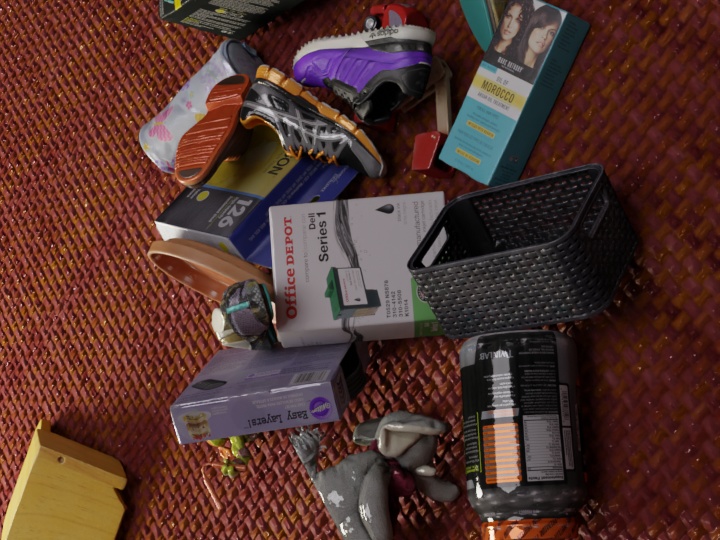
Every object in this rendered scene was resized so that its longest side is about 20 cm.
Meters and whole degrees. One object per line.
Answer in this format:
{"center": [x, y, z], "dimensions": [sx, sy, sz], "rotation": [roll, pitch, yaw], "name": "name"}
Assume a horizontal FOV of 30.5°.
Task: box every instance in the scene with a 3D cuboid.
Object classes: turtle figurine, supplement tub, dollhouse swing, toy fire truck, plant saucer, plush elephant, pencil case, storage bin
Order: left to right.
{"center": [-0.416, 0.332, 1.855], "dimensions": [0.179, 0.176, 0.203], "rotation": [21, 97, -1], "name": "dollhouse swing"}
{"center": [-0.207, -0.216, 1.743], "dimensions": [0.200, 0.083, 0.092], "rotation": [-41, 46, 28], "name": "pencil case"}
{"center": [-0.160, 0.010, 1.587], "dimensions": [0.199, 0.200, 0.033], "rotation": [13, 72, 41], "name": "plant saucer"}
{"center": [-0.134, 0.185, 1.615], "dimensions": [0.160, 0.064, 0.202], "rotation": [-31, 47, 22], "name": "turtle figurine"}
{"center": [0.033, 0.222, 1.424], "dimensions": [0.154, 0.165, 0.202], "rotation": [-29, 96, -6], "name": "plush elephant"}
{"center": [0.060, -0.212, 1.532], "dimensions": [0.140, 0.048, 0.203], "rotation": [6, 85, 41], "name": "toy fire truck"}
{"center": [0.163, -0.017, 1.333], "dimensions": [0.198, 0.094, 0.136], "rotation": [-13, 30, 39], "name": "storage bin"}
{"center": [0.163, 0.167, 1.323], "dimensions": [0.121, 0.122, 0.203], "rotation": [-12, 74, 39], "name": "supplement tub"}

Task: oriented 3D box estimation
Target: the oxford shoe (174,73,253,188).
{"center": [-0.165, -0.155, 1.603], "dimensions": [0.070, 0.073, 0.201], "rotation": [-4, 40, 25], "name": "oxford shoe"}

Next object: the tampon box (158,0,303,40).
{"center": [-0.156, -0.404, 1.675], "dimensions": [0.199, 0.125, 0.152], "rotation": [-17, 69, 53], "name": "tampon box"}

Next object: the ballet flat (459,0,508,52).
{"center": [0.129, -0.341, 1.475], "dimensions": [0.070, 0.070, 0.202], "rotation": [-29, 87, 33], "name": "ballet flat"}

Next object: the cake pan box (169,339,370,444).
{"center": [-0.093, 0.125, 1.481], "dimensions": [0.197, 0.184, 0.053], "rotation": [-11, 106, 13], "name": "cake pan box"}

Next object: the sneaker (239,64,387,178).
{"center": [-0.055, -0.161, 1.568], "dimensions": [0.199, 0.078, 0.078], "rotation": [34, 87, 12], "name": "sneaker"}

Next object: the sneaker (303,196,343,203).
{"center": [-0.046, -0.044, 1.575], "dimensions": [0.200, 0.076, 0.076], "rotation": [46, 113, 38], "name": "sneaker"}

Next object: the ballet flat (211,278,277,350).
{"center": [-0.130, 0.053, 1.452], "dimensions": [0.071, 0.200, 0.073], "rotation": [0, 78, -2], "name": "ballet flat"}

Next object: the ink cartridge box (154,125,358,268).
{"center": [-0.123, -0.097, 1.604], "dimensions": [0.198, 0.047, 0.198], "rotation": [11, 50, 44], "name": "ink cartridge box"}

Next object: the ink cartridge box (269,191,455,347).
{"center": [0.000, 0.000, 1.457], "dimensions": [0.197, 0.084, 0.148], "rotation": [-5, 76, 0], "name": "ink cartridge box"}

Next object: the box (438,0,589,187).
{"center": [0.166, -0.194, 1.436], "dimensions": [0.082, 0.049, 0.202], "rotation": [33, 104, 39], "name": "box"}

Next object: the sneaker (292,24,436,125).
{"center": [-0.003, -0.215, 1.508], "dimensions": [0.198, 0.069, 0.101], "rotation": [-5, 81, 41], "name": "sneaker"}
